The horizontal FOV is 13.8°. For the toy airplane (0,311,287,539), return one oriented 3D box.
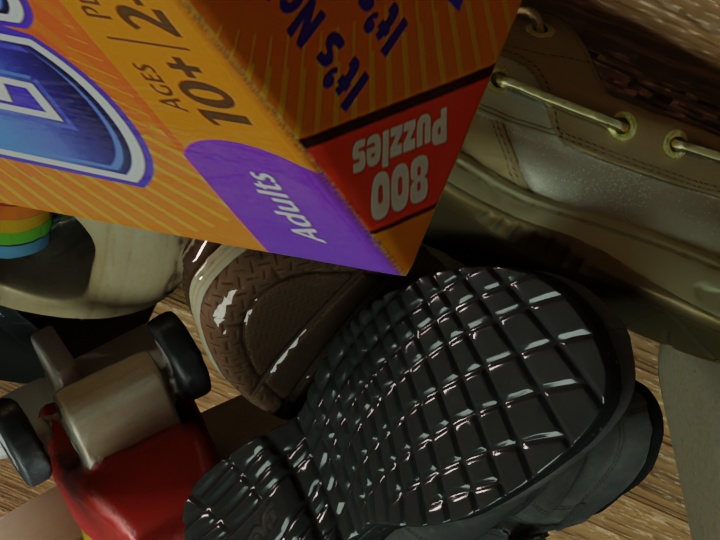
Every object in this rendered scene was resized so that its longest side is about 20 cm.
[{"bbox_3d":[-0.077,0.088,1.061,0.200,0.199,0.141,-22,99,34],"label":"toy airplane"}]

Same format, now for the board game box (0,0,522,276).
[{"bbox_3d":[-0.076,-0.146,0.506,0.200,0.200,0.200,10,157,30],"label":"board game box"}]

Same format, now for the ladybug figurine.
[{"bbox_3d":[-0.111,-0.044,0.977,0.136,0.072,0.200,25,160,-4],"label":"ladybug figurine"}]

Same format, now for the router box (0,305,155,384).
[{"bbox_3d":[-0.193,-0.023,1.144,0.149,0.051,0.200,5,153,36],"label":"router box"}]

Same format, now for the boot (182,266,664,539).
[{"bbox_3d":[0.045,0.047,0.900,0.131,0.070,0.200,-6,163,-39],"label":"boot"}]

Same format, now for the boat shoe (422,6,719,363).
[{"bbox_3d":[0.044,-0.038,0.840,0.200,0.067,0.074,25,167,-15],"label":"boat shoe"}]

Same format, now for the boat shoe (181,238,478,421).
[{"bbox_3d":[-0.005,0.004,0.939,0.075,0.075,0.202,55,-167,27],"label":"boat shoe"}]

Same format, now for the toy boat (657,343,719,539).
[{"bbox_3d":[0.170,0.071,0.943,0.130,0.131,0.200,-13,153,7],"label":"toy boat"}]
